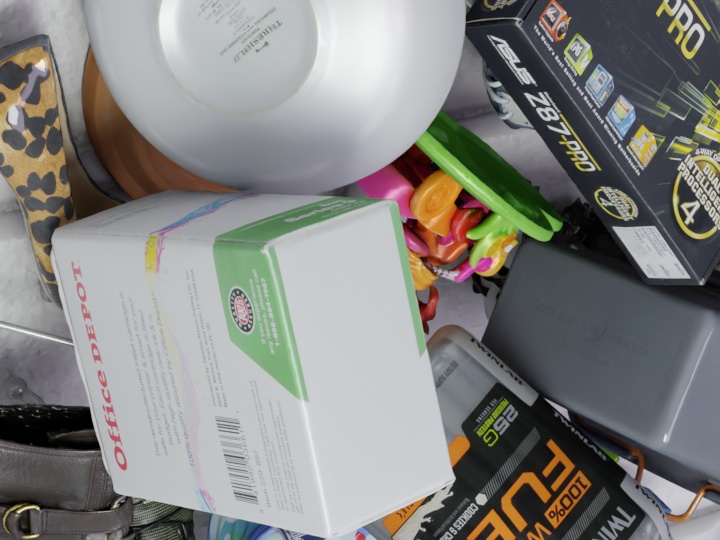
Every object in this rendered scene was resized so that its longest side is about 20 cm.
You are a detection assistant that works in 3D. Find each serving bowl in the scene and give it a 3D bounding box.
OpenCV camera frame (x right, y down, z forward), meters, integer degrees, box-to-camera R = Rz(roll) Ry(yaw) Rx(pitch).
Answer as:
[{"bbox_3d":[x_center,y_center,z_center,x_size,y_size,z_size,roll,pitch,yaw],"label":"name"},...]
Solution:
[{"bbox_3d":[-0.051,-0.126,1.269,0.201,0.199,0.066,-66,172,24],"label":"serving bowl"}]

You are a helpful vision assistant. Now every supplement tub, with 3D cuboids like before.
[{"bbox_3d":[0.085,0.136,1.429,0.123,0.200,0.123,-49,177,-4],"label":"supplement tub"}]

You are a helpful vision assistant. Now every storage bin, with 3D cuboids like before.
[{"bbox_3d":[0.165,0.062,1.473,0.134,0.199,0.147,20,93,-43],"label":"storage bin"}]

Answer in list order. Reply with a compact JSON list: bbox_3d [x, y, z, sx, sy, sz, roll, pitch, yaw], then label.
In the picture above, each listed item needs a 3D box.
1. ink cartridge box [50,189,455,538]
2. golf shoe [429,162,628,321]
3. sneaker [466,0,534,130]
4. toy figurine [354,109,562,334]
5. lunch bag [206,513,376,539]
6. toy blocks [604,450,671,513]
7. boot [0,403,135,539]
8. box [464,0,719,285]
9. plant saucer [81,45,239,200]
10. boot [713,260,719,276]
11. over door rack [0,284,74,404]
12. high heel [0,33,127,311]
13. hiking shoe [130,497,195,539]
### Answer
[{"bbox_3d":[-0.057,0.041,1.271,0.087,0.199,0.146,-21,104,-36],"label":"ink cartridge box"},{"bbox_3d":[0.097,-0.004,1.567,0.199,0.078,0.095,22,109,-44],"label":"golf shoe"},{"bbox_3d":[0.094,-0.117,1.415,0.085,0.077,0.200,-27,126,35],"label":"sneaker"},{"bbox_3d":[0.000,0.000,1.411,0.184,0.150,0.200,-48,155,10],"label":"toy figurine"},{"bbox_3d":[-0.002,0.208,1.532,0.160,0.082,0.202,-14,111,-24],"label":"lunch bag"},{"bbox_3d":[0.127,0.199,1.756,0.200,0.100,0.136,-53,148,10],"label":"toy blocks"},{"bbox_3d":[-0.135,0.154,1.400,0.198,0.069,0.175,7,121,-5],"label":"boot"},{"bbox_3d":[0.155,-0.116,1.369,0.200,0.049,0.162,51,58,-30],"label":"box"},{"bbox_3d":[-0.055,-0.110,1.399,0.199,0.032,0.201,-20,134,-22],"label":"plant saucer"},{"bbox_3d":[0.216,-0.058,1.534,0.075,0.107,0.200,-37,166,-28],"label":"boot"},{"bbox_3d":[-0.211,0.077,1.419,0.199,0.067,0.149,9,119,-26],"label":"over door rack"},{"bbox_3d":[-0.131,-0.047,1.347,0.199,0.072,0.143,14,128,-33],"label":"high heel"},{"bbox_3d":[-0.116,0.173,1.532,0.075,0.101,0.201,-19,133,-25],"label":"hiking shoe"}]
